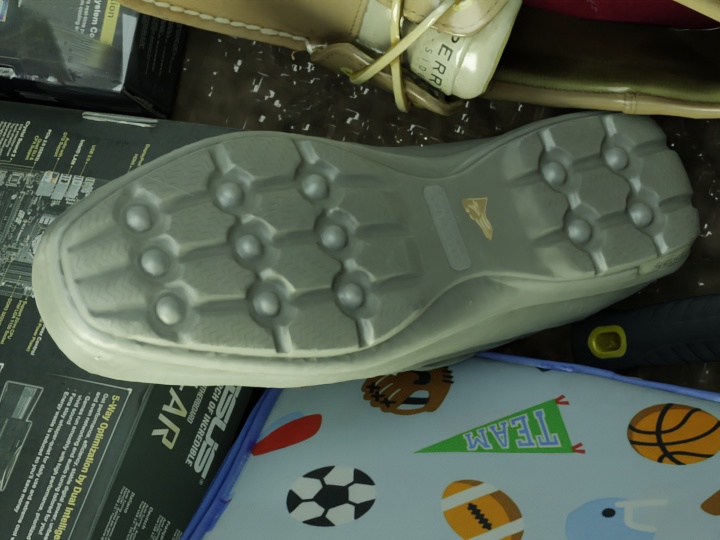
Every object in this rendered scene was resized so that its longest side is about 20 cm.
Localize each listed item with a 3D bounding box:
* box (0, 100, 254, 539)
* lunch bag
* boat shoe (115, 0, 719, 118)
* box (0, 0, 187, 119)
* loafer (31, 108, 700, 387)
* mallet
[{"bbox_3d":[-0.117,0.049,0.795,0.159,0.044,0.201,8,66,33],"label":"box"},{"bbox_3d":[0.050,0.095,0.733,0.199,0.160,0.076,8,126,19],"label":"lunch bag"},{"bbox_3d":[0.026,-0.076,0.741,0.199,0.074,0.067,1,53,-15],"label":"boat shoe"},{"bbox_3d":[-0.120,-0.156,0.876,0.160,0.049,0.201,8,83,18],"label":"box"},{"bbox_3d":[0.000,0.000,0.753,0.070,0.199,0.070,-37,65,51],"label":"loafer"},{"bbox_3d":[0.130,0.020,0.741,0.200,0.041,0.066,-21,80,49],"label":"mallet"}]
